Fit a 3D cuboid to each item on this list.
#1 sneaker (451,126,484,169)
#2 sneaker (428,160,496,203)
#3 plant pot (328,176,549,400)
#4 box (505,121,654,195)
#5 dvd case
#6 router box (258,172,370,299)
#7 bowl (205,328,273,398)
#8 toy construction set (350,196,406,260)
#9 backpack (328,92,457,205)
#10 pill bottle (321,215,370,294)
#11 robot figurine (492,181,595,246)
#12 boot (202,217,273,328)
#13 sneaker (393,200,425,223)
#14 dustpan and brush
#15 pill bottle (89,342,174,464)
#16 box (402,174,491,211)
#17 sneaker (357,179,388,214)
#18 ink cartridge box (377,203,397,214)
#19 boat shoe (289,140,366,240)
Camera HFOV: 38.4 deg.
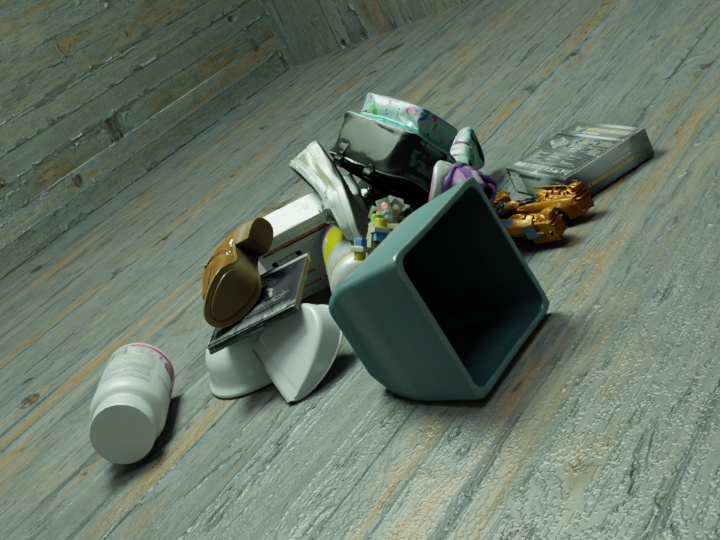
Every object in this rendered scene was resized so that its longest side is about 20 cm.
[{"bbox_3d":[0.139,-0.176,1.794,0.138,0.079,0.201,-20,21,21],"label":"sneaker"},{"bbox_3d":[0.164,-0.119,1.545,0.087,0.082,0.200,10,7,16],"label":"sneaker"},{"bbox_3d":[0.075,0.039,1.280,0.198,0.197,0.196,-19,19,46],"label":"plant pot"},{"bbox_3d":[0.345,-0.175,1.649,0.157,0.049,0.200,-32,20,-12],"label":"box"},{"bbox_3d":[-0.147,0.046,1.540,0.147,0.016,0.201,-27,20,13],"label":"dvd case"},{"bbox_3d":[-0.068,-0.048,1.706,0.197,0.180,0.049,-26,53,3],"label":"router box"},{"bbox_3d":[-0.165,0.100,1.595,0.199,0.091,0.202,-26,19,9],"label":"bowl"},{"bbox_3d":[0.057,-0.046,1.503,0.128,0.094,0.200,2,15,4],"label":"toy construction set"},{"bbox_3d":[0.071,-0.183,1.641,0.176,0.199,0.152,24,85,43],"label":"backpack"},{"bbox_3d":[0.000,0.000,1.578,0.103,0.105,0.201,-26,30,5],"label":"pill bottle"},{"bbox_3d":[0.242,-0.082,1.541,0.145,0.059,0.198,-40,23,-32],"label":"robot figurine"},{"bbox_3d":[-0.208,0.023,1.571,0.154,0.073,0.202,-30,27,50],"label":"boot"},{"bbox_3d":[0.095,-0.075,1.635,0.078,0.091,0.199,-26,27,-25],"label":"sneaker"},{"bbox_3d":[-0.056,0.076,1.462,0.201,0.057,0.140,-55,43,12],"label":"dustpan and brush"},{"bbox_3d":[-0.344,0.199,1.554,0.112,0.115,0.200,-26,19,5],"label":"pill bottle"},{"bbox_3d":[0.132,-0.106,1.794,0.199,0.033,0.121,-35,20,-14],"label":"box"},{"bbox_3d":[0.024,-0.127,1.780,0.200,0.070,0.100,-46,24,28],"label":"sneaker"},{"bbox_3d":[-0.023,-0.095,1.913,0.159,0.051,0.200,-31,8,-7],"label":"ink cartridge box"},{"bbox_3d":[-0.049,-0.115,1.588,0.064,0.074,0.204,-33,56,7],"label":"boat shoe"}]
